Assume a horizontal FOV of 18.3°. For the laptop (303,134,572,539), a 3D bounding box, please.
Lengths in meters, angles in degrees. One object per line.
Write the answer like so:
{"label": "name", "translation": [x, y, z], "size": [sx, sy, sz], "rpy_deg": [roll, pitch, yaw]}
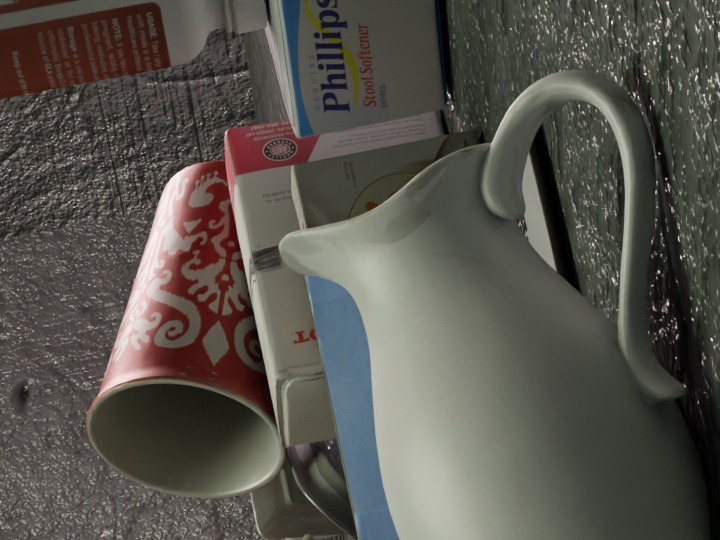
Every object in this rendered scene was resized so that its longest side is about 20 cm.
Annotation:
{"label": "laptop", "translation": [0.044, 0.045, 1.164], "size": [0.200, 0.115, 0.189], "rpy_deg": [103, 155, -76]}

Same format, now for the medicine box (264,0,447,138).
{"label": "medicine box", "translation": [-0.018, -0.219, 1.408], "size": [0.201, 0.102, 0.183], "rpy_deg": [-107, 7, -50]}

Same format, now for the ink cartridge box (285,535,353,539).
{"label": "ink cartridge box", "translation": [0.001, 0.158, 1.805], "size": [0.201, 0.143, 0.084], "rpy_deg": [84, 173, -46]}

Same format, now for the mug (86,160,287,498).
{"label": "mug", "translation": [-0.115, 0.044, 1.533], "size": [0.177, 0.133, 0.201], "rpy_deg": [-36, 34, 42]}

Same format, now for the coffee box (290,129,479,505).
{"label": "coffee box", "translation": [0.033, 0.033, 1.305], "size": [0.080, 0.113, 0.202], "rpy_deg": [97, 162, -77]}

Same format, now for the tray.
{"label": "tray", "translation": [0.004, 0.137, 1.625], "size": [0.022, 0.199, 0.108], "rpy_deg": [-33, 63, 49]}

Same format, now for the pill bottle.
{"label": "pill bottle", "translation": [-0.163, -0.177, 1.409], "size": [0.112, 0.198, 0.113], "rpy_deg": [170, 90, -86]}

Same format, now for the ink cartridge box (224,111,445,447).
{"label": "ink cartridge box", "translation": [0.000, 0.000, 1.429], "size": [0.085, 0.144, 0.201], "rpy_deg": [89, 170, -53]}

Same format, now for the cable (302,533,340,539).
{"label": "cable", "translation": [-0.062, 0.277, 1.508], "size": [0.097, 0.050, 0.201], "rpy_deg": [-23, 39, 50]}

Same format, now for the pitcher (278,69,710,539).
{"label": "pitcher", "translation": [0.073, 0.040, 0.873], "size": [0.171, 0.121, 0.201], "rpy_deg": [-38, 68, 36]}

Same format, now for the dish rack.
{"label": "dish rack", "translation": [0.037, 0.173, 1.519], "size": [0.200, 0.044, 0.172], "rpy_deg": [40, -174, -13]}
